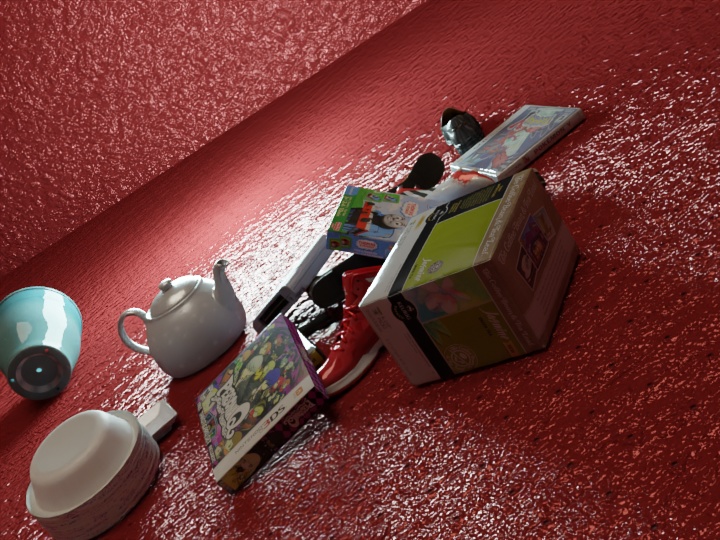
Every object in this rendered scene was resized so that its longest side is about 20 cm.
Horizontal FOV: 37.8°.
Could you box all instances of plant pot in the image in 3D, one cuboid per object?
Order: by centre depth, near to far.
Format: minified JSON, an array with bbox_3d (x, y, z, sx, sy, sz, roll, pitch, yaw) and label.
[{"bbox_3d":[-0.687,0.169,2.240,0.199,0.201,0.188,-35,34,1],"label":"plant pot"}]

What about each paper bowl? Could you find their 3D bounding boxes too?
[{"bbox_3d":[-0.402,0.288,1.539,0.198,0.105,0.202,-23,31,15],"label":"paper bowl"}]

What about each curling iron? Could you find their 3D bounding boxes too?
[{"bbox_3d":[-0.038,0.068,1.591,0.198,0.026,0.050,-23,19,33],"label":"curling iron"}]

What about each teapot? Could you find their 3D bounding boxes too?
[{"bbox_3d":[-0.309,0.080,1.844,0.200,0.147,0.196,-43,20,-20],"label":"teapot"}]

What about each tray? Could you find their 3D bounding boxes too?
[{"bbox_3d":[-0.372,0.287,1.657,0.199,0.022,0.107,-41,19,-14],"label":"tray"}]

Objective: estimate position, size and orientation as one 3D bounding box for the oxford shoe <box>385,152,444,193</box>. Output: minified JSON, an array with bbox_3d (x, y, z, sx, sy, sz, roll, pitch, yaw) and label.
[{"bbox_3d":[0.074,-0.112,1.796,0.200,0.071,0.071,-47,-5,-29],"label":"oxford shoe"}]

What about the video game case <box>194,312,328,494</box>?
[{"bbox_3d":[-0.137,0.173,1.405,0.181,0.036,0.200,-44,30,7],"label":"video game case"}]

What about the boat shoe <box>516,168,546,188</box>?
[{"bbox_3d":[0.199,-0.072,1.473,0.200,0.060,0.072,-36,-27,-28],"label":"boat shoe"}]

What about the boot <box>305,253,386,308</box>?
[{"bbox_3d":[0.000,0.000,1.660,0.187,0.069,0.200,-37,4,-2],"label":"boot"}]

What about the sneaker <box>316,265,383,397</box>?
[{"bbox_3d":[-0.018,0.070,1.415,0.200,0.116,0.078,-43,21,-22],"label":"sneaker"}]

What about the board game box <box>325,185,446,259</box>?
[{"bbox_3d":[0.060,-0.064,1.548,0.196,0.037,0.152,11,31,6],"label":"board game box"}]

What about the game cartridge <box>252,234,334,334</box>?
[{"bbox_3d":[-0.105,0.020,1.694,0.133,0.041,0.200,-50,3,-31],"label":"game cartridge"}]

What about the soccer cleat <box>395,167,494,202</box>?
[{"bbox_3d":[0.127,-0.104,1.668,0.197,0.069,0.086,-9,55,37],"label":"soccer cleat"}]

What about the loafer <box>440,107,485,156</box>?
[{"bbox_3d":[0.181,-0.274,1.951,0.072,0.073,0.200,-35,18,3],"label":"loafer"}]

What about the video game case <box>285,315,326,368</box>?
[{"bbox_3d":[-0.147,0.157,1.546,0.181,0.026,0.200,-44,20,-5],"label":"video game case"}]

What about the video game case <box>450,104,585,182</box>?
[{"bbox_3d":[0.258,-0.214,1.757,0.181,0.023,0.200,-39,19,-8],"label":"video game case"}]

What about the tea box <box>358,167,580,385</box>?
[{"bbox_3d":[0.136,0.008,1.272,0.195,0.134,0.201,-21,24,37],"label":"tea box"}]
